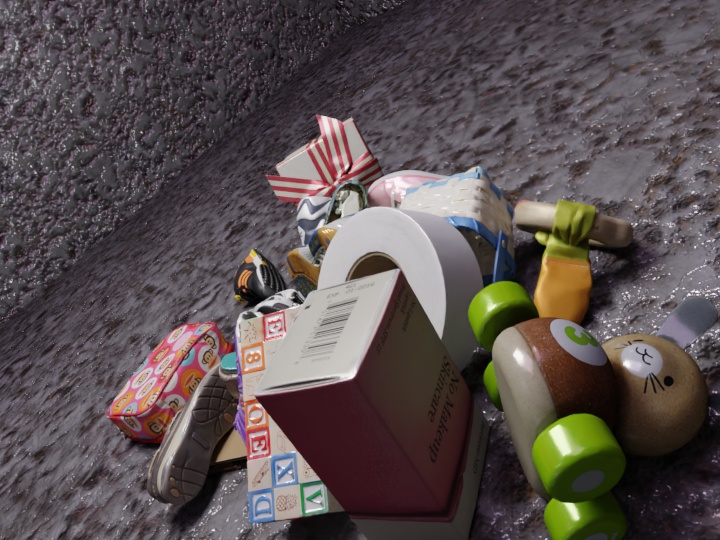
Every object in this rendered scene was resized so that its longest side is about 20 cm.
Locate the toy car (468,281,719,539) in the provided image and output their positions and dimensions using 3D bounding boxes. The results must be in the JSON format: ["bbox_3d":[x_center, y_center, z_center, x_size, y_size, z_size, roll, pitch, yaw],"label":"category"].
[{"bbox_3d":[0.204,0.084,0.464,0.195,0.160,0.166,-20,39,2],"label":"toy car"}]

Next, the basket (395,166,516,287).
[{"bbox_3d":[0.106,-0.011,0.744,0.173,0.139,0.204,-6,52,44],"label":"basket"}]

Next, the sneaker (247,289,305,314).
[{"bbox_3d":[-0.101,0.059,0.882,0.088,0.075,0.199,-34,15,-23],"label":"sneaker"}]

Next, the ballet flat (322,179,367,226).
[{"bbox_3d":[-0.035,-0.043,0.919,0.073,0.073,0.206,2,77,51],"label":"ballet flat"}]

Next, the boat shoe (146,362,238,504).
[{"bbox_3d":[-0.218,0.201,0.792,0.072,0.075,0.202,-16,32,32],"label":"boat shoe"}]

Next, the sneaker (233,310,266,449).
[{"bbox_3d":[-0.124,0.149,0.720,0.082,0.080,0.206,-24,69,36],"label":"sneaker"}]

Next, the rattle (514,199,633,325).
[{"bbox_3d":[0.225,-0.012,0.724,0.126,0.148,0.200,-5,5,-12],"label":"rattle"}]

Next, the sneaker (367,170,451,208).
[{"bbox_3d":[0.095,-0.089,0.912,0.194,0.077,0.106,3,43,16],"label":"sneaker"}]

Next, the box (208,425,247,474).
[{"bbox_3d":[-0.174,0.193,0.861,0.160,0.021,0.202,-21,31,29],"label":"box"}]

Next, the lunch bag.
[{"bbox_3d":[-0.314,0.177,0.993,0.173,0.083,0.202,-11,35,41],"label":"lunch bag"}]

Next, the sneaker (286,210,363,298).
[{"bbox_3d":[-0.037,-0.020,0.837,0.087,0.077,0.199,-32,2,-28],"label":"sneaker"}]

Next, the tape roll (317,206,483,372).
[{"bbox_3d":[0.038,0.036,0.677,0.070,0.209,0.199,2,-5,-44],"label":"tape roll"}]

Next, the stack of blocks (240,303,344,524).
[{"bbox_3d":[-0.057,0.143,0.631,0.112,0.059,0.206,-14,68,17],"label":"stack of blocks"}]

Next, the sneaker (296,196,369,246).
[{"bbox_3d":[-0.009,-0.045,1.004,0.079,0.193,0.134,144,129,-71],"label":"sneaker"}]

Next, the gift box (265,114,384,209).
[{"bbox_3d":[-0.056,-0.173,1.118,0.182,0.202,0.187,-33,15,8],"label":"gift box"}]

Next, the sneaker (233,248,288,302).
[{"bbox_3d":[-0.192,0.032,1.125,0.090,0.070,0.200,-49,25,4],"label":"sneaker"}]

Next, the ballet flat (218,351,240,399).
[{"bbox_3d":[-0.085,0.136,0.789,0.194,0.069,0.068,-3,26,15],"label":"ballet flat"}]

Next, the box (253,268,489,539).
[{"bbox_3d":[0.020,0.123,0.538,0.107,0.202,0.129,-15,31,33],"label":"box"}]
